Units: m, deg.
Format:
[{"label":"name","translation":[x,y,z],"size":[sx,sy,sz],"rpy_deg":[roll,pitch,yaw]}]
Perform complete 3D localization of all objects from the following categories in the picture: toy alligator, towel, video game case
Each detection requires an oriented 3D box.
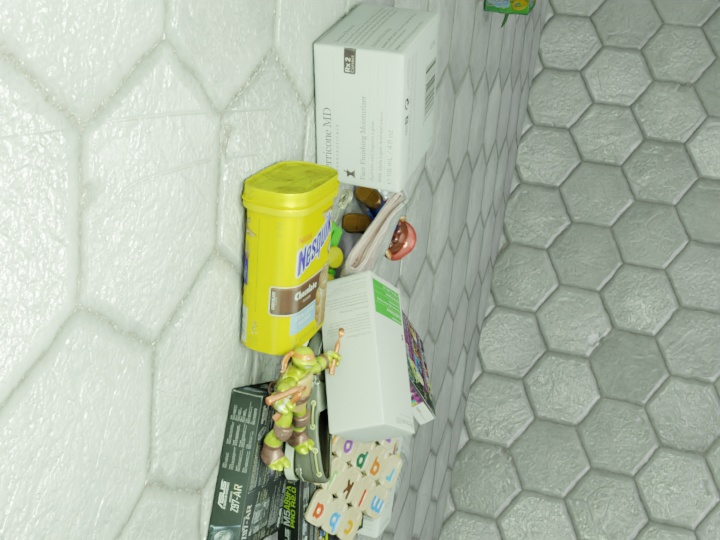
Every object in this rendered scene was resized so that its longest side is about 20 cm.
[{"label":"toy alligator","translation":[-0.059,-0.029,1.245],"size":[0.054,0.059,0.204],"rpy_deg":[22,75,-32]},{"label":"towel","translation":[0.000,0.000,1.339],"size":[0.192,0.032,0.202],"rpy_deg":[-55,172,-40]},{"label":"video game case","translation":[0.061,0.127,1.479],"size":[0.182,0.035,0.202],"rpy_deg":[54,16,-30]}]

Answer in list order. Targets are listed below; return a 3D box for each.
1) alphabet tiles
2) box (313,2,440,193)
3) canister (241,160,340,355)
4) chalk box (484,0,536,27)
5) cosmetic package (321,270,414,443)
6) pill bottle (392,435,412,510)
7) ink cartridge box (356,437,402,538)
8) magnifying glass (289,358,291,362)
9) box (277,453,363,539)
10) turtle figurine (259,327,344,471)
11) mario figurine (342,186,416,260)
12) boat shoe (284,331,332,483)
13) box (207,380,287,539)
[{"label":"alphabet tiles","translation":[-0.009,0.291,1.305],"size":[0.200,0.014,0.199],"rpy_deg":[42,67,-44]},{"label":"box","translation":[0.026,-0.250,1.263],"size":[0.201,0.128,0.203],"rpy_deg":[-57,153,-53]},{"label":"canister","translation":[-0.088,-0.017,1.082],"size":[0.149,0.085,0.205],"rpy_deg":[-44,142,-63]},{"label":"chalk box","translation":[0.394,-0.737,2.298],"size":[0.125,0.121,0.204],"rpy_deg":[-57,152,-54]},{"label":"cosmetic package","translation":[0.007,0.118,1.177],"size":[0.107,0.083,0.205],"rpy_deg":[30,49,-60]},{"label":"pill bottle","translation":[0.032,0.372,1.692],"size":[0.202,0.111,0.115],"rpy_deg":[-64,158,-44]},{"label":"ink cartridge box","translation":[-0.014,0.306,1.431],"size":[0.083,0.142,0.205],"rpy_deg":[-12,111,-71]},{"label":"magnifying glass","translation":[-0.097,0.187,1.297],"size":[0.080,0.022,0.205],"rpy_deg":[51,48,-69]},{"label":"box","translation":[-0.054,0.306,1.311],"size":[0.159,0.044,0.205],"rpy_deg":[-10,105,-53]},{"label":"turtle figurine","translation":[-0.083,0.156,1.063],"size":[0.200,0.063,0.164],"rpy_deg":[-44,150,-62]},{"label":"mario figurine","translation":[0.019,-0.075,1.491],"size":[0.107,0.122,0.200],"rpy_deg":[62,9,25]},{"label":"boat shoe","translation":[-0.058,0.181,1.187],"size":[0.072,0.059,0.207],"rpy_deg":[8,89,-74]},{"label":"box","translation":[-0.134,0.252,1.154],"size":[0.160,0.043,0.205],"rpy_deg":[8,91,-75]}]
